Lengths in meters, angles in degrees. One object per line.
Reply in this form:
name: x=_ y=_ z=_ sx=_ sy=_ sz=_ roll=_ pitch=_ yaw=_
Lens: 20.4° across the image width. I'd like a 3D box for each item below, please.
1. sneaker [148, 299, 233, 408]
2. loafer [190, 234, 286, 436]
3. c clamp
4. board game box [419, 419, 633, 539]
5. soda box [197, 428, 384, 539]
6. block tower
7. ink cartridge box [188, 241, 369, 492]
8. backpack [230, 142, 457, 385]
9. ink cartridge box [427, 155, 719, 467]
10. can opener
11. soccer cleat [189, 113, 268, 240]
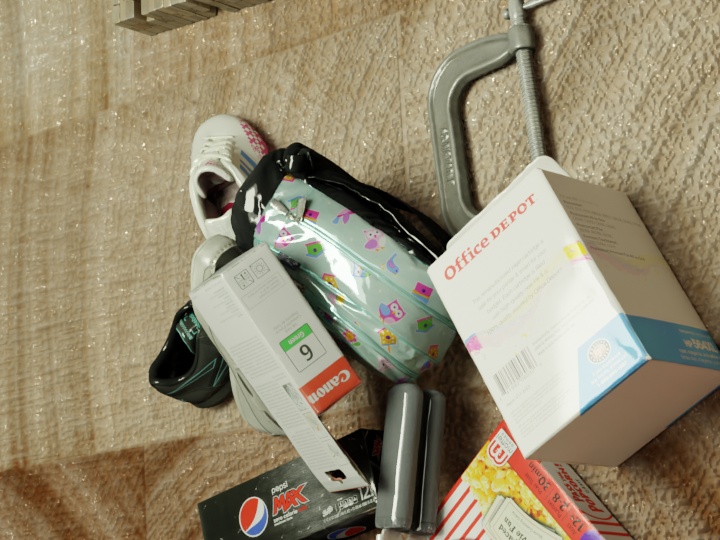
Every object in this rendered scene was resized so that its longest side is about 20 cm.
sneaker: x=-0.111 y=0.042 z=1.759 sx=0.200 sy=0.079 sz=0.075 roll=-54 pitch=52 yaw=18
loafer: x=-0.087 y=0.057 z=1.686 sx=0.070 sy=0.201 sz=0.070 roll=20 pitch=51 yaw=43
c clamp: x=0.119 y=-0.123 z=1.620 sx=0.170 sy=0.027 sz=0.202 roll=-13 pitch=74 yaw=39
board game box: x=0.110 y=0.242 z=1.553 sx=0.152 sy=0.046 sz=0.201 roll=49 pitch=114 yaw=36
soda box: x=-0.044 y=0.197 z=1.684 sx=0.199 sy=0.063 sz=0.071 roll=-27 pitch=66 yaw=34
block tower: x=-0.145 y=-0.268 z=1.855 sx=0.199 sy=0.058 sz=0.054 roll=-9 pitch=77 yaw=39
ink cartridge box: x=-0.050 y=0.079 z=1.580 sx=0.201 sy=0.050 sz=0.109 roll=55 pitch=160 yaw=-4
backpack: x=0.000 y=0.000 z=1.624 sx=0.200 sy=0.167 sz=0.127 roll=37 pitch=98 yaw=22
ink cartridge box: x=0.157 y=0.027 z=1.496 sx=0.128 sy=0.125 sz=0.201 roll=-42 pitch=58 yaw=28
can opener: x=0.027 y=0.190 z=1.571 sx=0.066 sy=0.052 sz=0.201 roll=-2 pitch=77 yaw=46
soccer cleat: x=-0.117 y=-0.086 z=1.752 sx=0.070 sy=0.086 sz=0.201 roll=-29 pitch=43 yaw=10
